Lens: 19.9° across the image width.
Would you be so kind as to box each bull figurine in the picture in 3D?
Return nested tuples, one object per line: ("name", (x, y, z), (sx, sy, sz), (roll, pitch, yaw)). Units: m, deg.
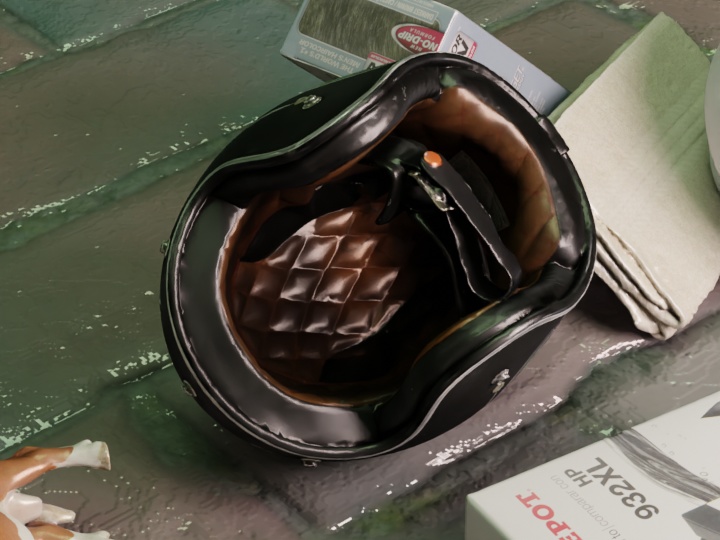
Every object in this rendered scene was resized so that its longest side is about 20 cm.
("bull figurine", (-0.158, 0.149, 0.918), (0.121, 0.065, 0.200), (-8, 37, -15))

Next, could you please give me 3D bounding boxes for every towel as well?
("towel", (0.170, -0.056, 1.167), (0.133, 0.034, 0.200), (49, 44, -3))

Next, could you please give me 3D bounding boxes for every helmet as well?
("helmet", (0.000, 0.000, 1.016), (0.191, 0.200, 0.200), (-35, 16, 35))

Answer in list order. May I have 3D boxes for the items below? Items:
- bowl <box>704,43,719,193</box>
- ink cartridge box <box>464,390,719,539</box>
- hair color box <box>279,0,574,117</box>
("bowl", (0.261, -0.069, 1.154), (0.201, 0.090, 0.201), (17, 58, -29))
("ink cartridge box", (0.165, 0.133, 0.904), (0.200, 0.084, 0.145), (-20, 39, -24))
("hair color box", (0.053, -0.103, 1.174), (0.099, 0.061, 0.200), (26, 1, 34))
